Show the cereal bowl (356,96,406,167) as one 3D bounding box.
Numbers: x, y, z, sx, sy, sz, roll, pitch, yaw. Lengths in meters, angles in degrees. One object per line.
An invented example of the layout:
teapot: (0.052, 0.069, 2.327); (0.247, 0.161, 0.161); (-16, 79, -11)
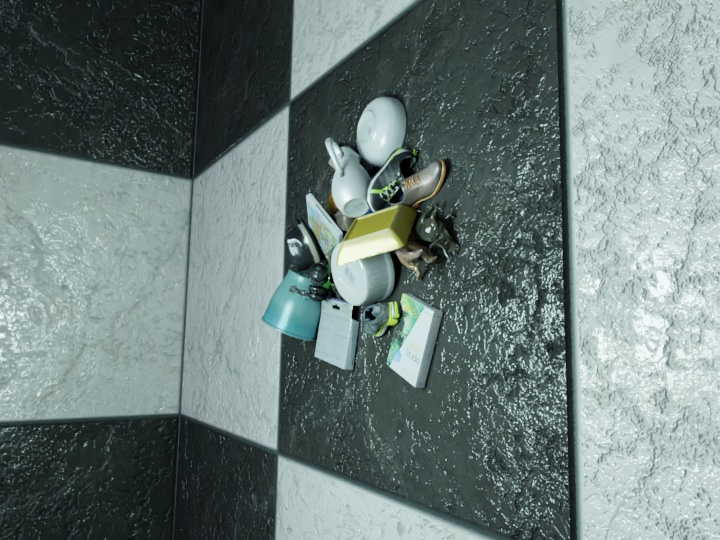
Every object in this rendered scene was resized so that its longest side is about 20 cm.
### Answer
cereal bowl: (0.047, -0.411, 1.684); (0.198, 0.081, 0.207); (-16, 71, 56)

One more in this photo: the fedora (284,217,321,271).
fedora: (-0.200, -0.069, 1.928); (0.203, 0.090, 0.202); (59, 167, 22)

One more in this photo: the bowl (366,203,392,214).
bowl: (0.052, -0.131, 1.672); (0.199, 0.038, 0.207); (-13, 74, 56)

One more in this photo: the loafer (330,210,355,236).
loafer: (-0.054, -0.140, 1.761); (0.200, 0.071, 0.073); (160, 109, -84)

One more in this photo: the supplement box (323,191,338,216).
supplement box: (-0.070, -0.206, 1.851); (0.202, 0.067, 0.068); (-59, 39, 39)

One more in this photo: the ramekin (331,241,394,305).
ramekin: (0.000, 0.000, 1.625); (0.199, 0.096, 0.206); (31, 129, 46)

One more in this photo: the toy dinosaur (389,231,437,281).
toy dinosaur: (0.121, -0.049, 1.453); (0.135, 0.200, 0.086); (43, 98, 7)

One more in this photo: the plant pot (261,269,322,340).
plant pot: (-0.210, 0.106, 1.919); (0.199, 0.196, 0.193); (25, 96, 55)

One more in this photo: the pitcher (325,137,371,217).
pitcher: (-0.041, -0.267, 1.633); (0.119, 0.171, 0.204); (-27, 53, 22)

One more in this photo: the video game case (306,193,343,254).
video game case: (-0.112, -0.116, 1.812); (0.183, 0.022, 0.202); (51, 159, 26)

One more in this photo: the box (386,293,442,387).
box: (0.137, 0.179, 1.492); (0.143, 0.036, 0.206); (28, 108, 56)

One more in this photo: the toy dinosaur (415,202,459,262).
toy dinosaur: (0.173, -0.113, 1.445); (0.199, 0.076, 0.104); (38, 104, 48)

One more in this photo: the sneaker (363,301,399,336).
sneaker: (0.040, 0.129, 1.589); (0.200, 0.079, 0.076); (128, 146, -61)

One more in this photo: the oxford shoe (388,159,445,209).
oxford shoe: (0.148, -0.219, 1.501); (0.200, 0.071, 0.073); (-45, 49, 44)

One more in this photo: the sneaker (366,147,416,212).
sneaker: (0.087, -0.248, 1.566); (0.082, 0.071, 0.204); (27, 88, 49)

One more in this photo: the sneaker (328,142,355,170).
sneaker: (-0.040, -0.348, 1.821); (0.200, 0.070, 0.082); (43, 120, 49)

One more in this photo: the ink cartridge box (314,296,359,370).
ink cartridge box: (-0.073, 0.193, 1.817); (0.198, 0.040, 0.207); (10, 92, 57)

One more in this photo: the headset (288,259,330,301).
headset: (-0.146, 0.038, 1.801); (0.091, 0.200, 0.127); (12, 113, 15)

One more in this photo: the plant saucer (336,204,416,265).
plant saucer: (0.037, -0.104, 1.497); (0.195, 0.049, 0.201); (-15, 26, 24)

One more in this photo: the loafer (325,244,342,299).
loafer: (-0.078, 0.012, 1.764); (0.072, 0.062, 0.204); (42, 147, 40)
